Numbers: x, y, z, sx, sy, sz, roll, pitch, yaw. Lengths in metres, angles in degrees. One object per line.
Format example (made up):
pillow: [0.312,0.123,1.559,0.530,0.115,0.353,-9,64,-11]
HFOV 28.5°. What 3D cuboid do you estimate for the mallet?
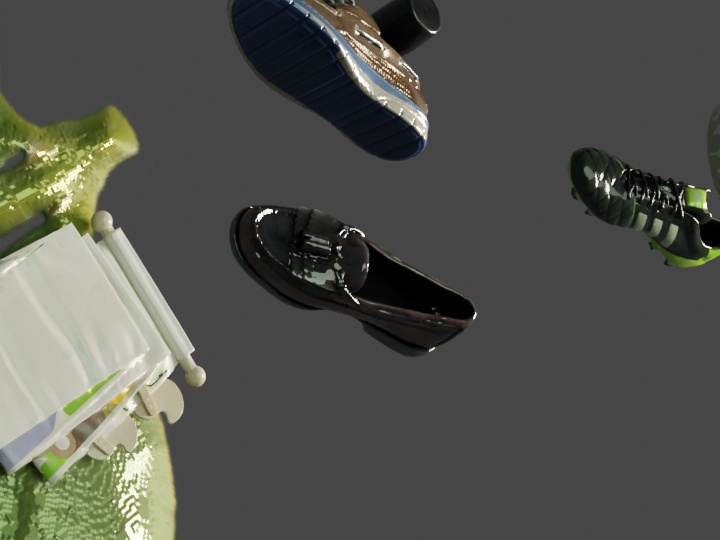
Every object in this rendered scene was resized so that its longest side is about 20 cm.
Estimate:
mallet: [0.032,-0.242,1.152,0.041,0.066,0.201,39,35,-30]

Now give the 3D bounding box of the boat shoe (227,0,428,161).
boat shoe: [-0.023,-0.159,1.038,0.200,0.072,0.073,40,44,-41]

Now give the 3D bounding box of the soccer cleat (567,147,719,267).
soccer cleat: [0.266,-0.063,1.284,0.199,0.081,0.068,28,56,-36]

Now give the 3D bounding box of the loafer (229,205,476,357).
loafer: [0.000,0.000,0.995,0.199,0.063,0.073,29,55,-36]

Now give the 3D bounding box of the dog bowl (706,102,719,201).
dog bowl: [0.437,-0.106,1.496,0.199,0.058,0.202,19,62,-40]

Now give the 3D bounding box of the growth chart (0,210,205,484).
growth chart: [-0.179,0.049,0.824,0.199,0.018,0.146,-29,96,-48]
